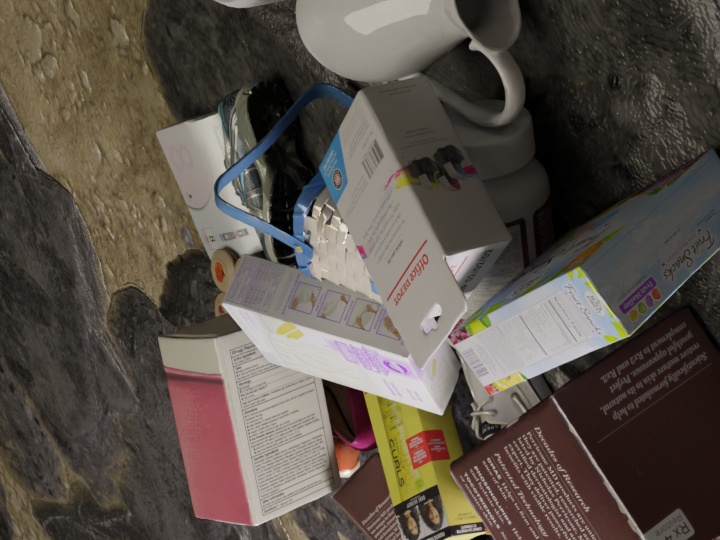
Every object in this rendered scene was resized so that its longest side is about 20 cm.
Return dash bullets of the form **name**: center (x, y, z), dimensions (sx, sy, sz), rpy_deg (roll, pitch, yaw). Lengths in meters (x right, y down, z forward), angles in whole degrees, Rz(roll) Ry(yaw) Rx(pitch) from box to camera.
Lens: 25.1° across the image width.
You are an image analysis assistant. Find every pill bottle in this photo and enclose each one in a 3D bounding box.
- **pill bottle**: center (0.110, -0.035, 1.375), dimensions (0.109, 0.109, 0.202), rpy_deg (24, 133, 46)

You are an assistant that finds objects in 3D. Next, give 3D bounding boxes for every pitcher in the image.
- **pitcher**: center (0.046, -0.196, 1.332), dimensions (0.199, 0.121, 0.173), rpy_deg (-2, 105, 47)

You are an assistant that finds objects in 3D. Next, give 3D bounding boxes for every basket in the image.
- **basket**: center (-0.009, -0.077, 1.468), dimensions (0.199, 0.177, 0.140), rpy_deg (27, 148, 23)

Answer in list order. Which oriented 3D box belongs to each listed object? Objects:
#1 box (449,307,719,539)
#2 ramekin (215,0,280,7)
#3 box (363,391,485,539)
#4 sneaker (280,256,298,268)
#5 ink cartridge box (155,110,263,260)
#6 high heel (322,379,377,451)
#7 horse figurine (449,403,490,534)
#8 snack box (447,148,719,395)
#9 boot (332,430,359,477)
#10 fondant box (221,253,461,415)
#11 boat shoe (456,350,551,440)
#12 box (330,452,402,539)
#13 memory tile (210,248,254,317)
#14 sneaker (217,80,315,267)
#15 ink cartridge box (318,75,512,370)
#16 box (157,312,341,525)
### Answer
- **box**: center (0.211, 0.165, 1.330), dimensions (0.165, 0.165, 0.200), rpy_deg (57, 149, 9)
- **ramekin**: center (-0.107, -0.334, 1.477), dimensions (0.202, 0.094, 0.204), rpy_deg (37, 142, 35)
- **box**: center (0.059, 0.177, 1.606), dimensions (0.075, 0.050, 0.202), rpy_deg (-33, 64, 43)
- **sneaker**: center (-0.001, -0.003, 1.575), dimensions (0.199, 0.104, 0.061), rpy_deg (4, 117, 55)
- **ink cartridge box**: center (-0.135, -0.096, 1.760), dimensions (0.199, 0.057, 0.164), rpy_deg (-2, 113, 62)
- **high heel**: center (-0.043, 0.116, 1.734), dimensions (0.199, 0.096, 0.068), rpy_deg (36, 108, 24)
- **horse figurine**: center (0.097, 0.211, 1.656), dimensions (0.200, 0.050, 0.134), rpy_deg (37, 134, 41)
- **snack box**: center (0.182, 0.005, 1.238), dimensions (0.068, 0.168, 0.200), rpy_deg (52, 150, -1)
- **boot**: center (-0.072, 0.159, 1.851), dimensions (0.200, 0.075, 0.108), rpy_deg (36, 146, 35)
- **fondant box**: center (-0.016, 0.061, 1.540), dimensions (0.198, 0.059, 0.144), rpy_deg (14, 159, 24)
- **boat shoe**: center (0.138, 0.135, 1.510), dimensions (0.201, 0.070, 0.071), rpy_deg (57, 149, 7)
- **box**: center (0.064, 0.289, 1.692), dimensions (0.200, 0.075, 0.100), rpy_deg (47, 176, 14)
- **memory tile**: center (-0.116, 0.081, 1.778), dimensions (0.153, 0.017, 0.202), rpy_deg (16, 114, 49)
- **sneaker**: center (-0.096, -0.095, 1.675), dimensions (0.086, 0.077, 0.202), rpy_deg (1, 105, 51)
- **ink cartridge box**: center (0.049, -0.037, 1.285), dimensions (0.201, 0.067, 0.115), rpy_deg (65, 151, 21)
- **box**: center (-0.115, 0.148, 1.684), dimensions (0.108, 0.127, 0.202), rpy_deg (-2, 102, 48)
